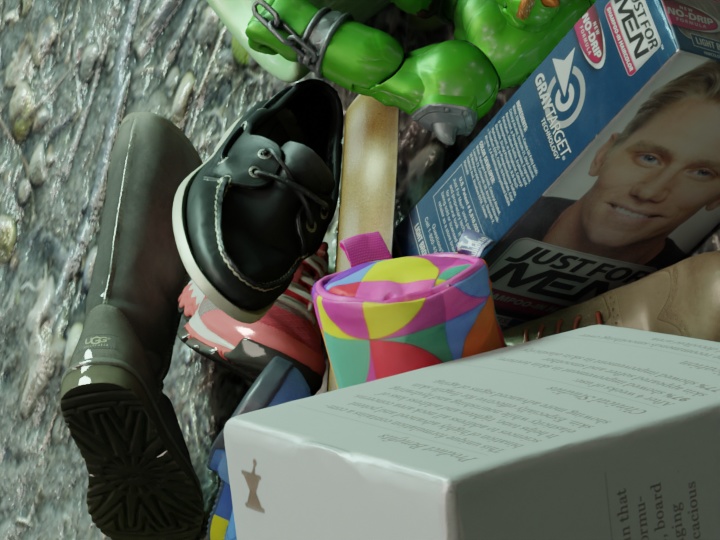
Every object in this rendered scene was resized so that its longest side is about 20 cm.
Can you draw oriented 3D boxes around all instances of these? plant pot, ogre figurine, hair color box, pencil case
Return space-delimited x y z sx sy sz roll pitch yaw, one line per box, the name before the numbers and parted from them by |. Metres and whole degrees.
plant pot | 0.000 0.000 1.326 0.200 0.027 0.201 -177 90 -89
ogre figurine | 0.056 -0.142 1.273 0.120 0.200 0.098 45 144 18
hair color box | 0.113 -0.046 1.197 0.200 0.100 0.061 -49 43 38
pencil case | 0.035 0.085 1.180 0.088 0.088 0.201 10 115 57

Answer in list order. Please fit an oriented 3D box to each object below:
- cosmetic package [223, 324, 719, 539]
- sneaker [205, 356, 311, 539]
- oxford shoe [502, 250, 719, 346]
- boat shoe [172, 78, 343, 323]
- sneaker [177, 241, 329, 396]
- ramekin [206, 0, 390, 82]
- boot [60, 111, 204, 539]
cosmetic package | 0.076 0.127 1.063 0.167 0.199 0.167 10 109 58
sneaker | -0.032 0.108 1.333 0.066 0.078 0.200 -51 -14 -23
oxford shoe | 0.106 0.046 1.199 0.200 0.074 0.071 -41 47 43
boat shoe | -0.042 -0.044 1.374 0.066 0.075 0.200 -39 11 24
sneaker | -0.051 0.009 1.424 0.087 0.074 0.200 -59 16 5
ramekin | -0.048 -0.211 1.417 0.097 0.201 0.200 -32 35 -10
boot | -0.123 0.037 1.541 0.182 0.072 0.201 83 -174 -47
